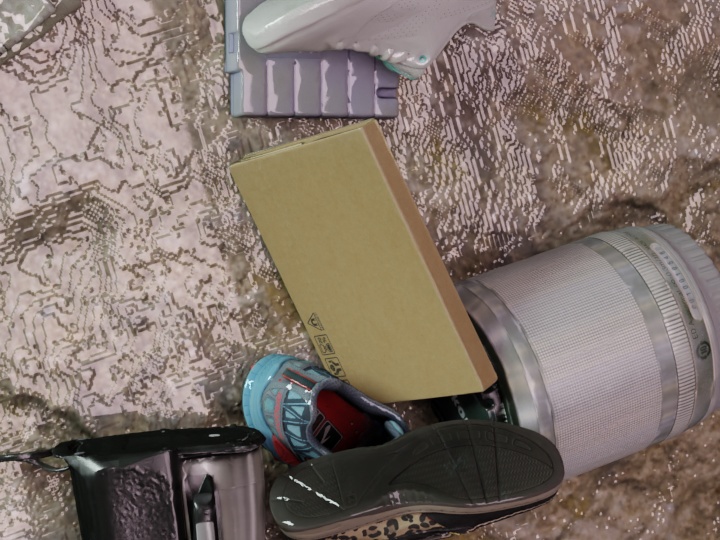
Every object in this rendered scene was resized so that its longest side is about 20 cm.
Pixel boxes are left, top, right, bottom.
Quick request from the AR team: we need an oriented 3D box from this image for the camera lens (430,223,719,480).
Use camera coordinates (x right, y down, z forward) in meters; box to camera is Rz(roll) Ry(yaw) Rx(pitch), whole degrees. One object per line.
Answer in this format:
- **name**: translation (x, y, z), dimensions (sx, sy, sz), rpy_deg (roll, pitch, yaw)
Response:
- **camera lens**: translation (0.155, 0.063, 1.527), dimensions (0.199, 0.160, 0.161), rpy_deg (-19, 98, -20)

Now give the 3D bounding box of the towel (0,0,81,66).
- **towel**: translation (-0.312, -0.202, 1.405), dimensions (0.200, 0.035, 0.193), rpy_deg (-41, 104, -16)

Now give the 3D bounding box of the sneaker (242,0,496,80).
- **sneaker**: translation (0.015, -0.173, 1.487), dimensions (0.199, 0.075, 0.089), rpy_deg (-21, 111, -21)

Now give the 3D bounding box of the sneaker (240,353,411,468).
- **sneaker**: translation (0.003, 0.138, 1.492), dimensions (0.200, 0.095, 0.080), rpy_deg (42, 68, -29)

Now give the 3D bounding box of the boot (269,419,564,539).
- **boot**: translation (0.043, 0.183, 1.458), dimensions (0.199, 0.073, 0.151), rpy_deg (-12, 138, -4)

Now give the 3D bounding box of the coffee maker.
- **coffee maker**: translation (-0.148, 0.215, 1.443), dimensions (0.191, 0.135, 0.201), rpy_deg (-4, 92, 18)

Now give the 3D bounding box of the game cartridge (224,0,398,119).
- **game cartridge**: translation (-0.036, -0.210, 1.515), dimensions (0.129, 0.038, 0.201), rpy_deg (0, 92, -18)

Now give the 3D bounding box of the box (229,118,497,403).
- **box**: translation (0.000, 0.000, 1.465), dimensions (0.021, 0.163, 0.201), rpy_deg (-33, 103, -36)
